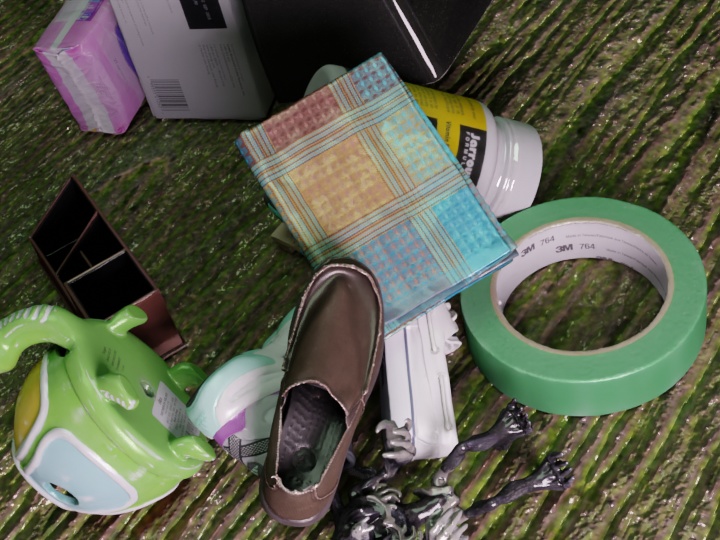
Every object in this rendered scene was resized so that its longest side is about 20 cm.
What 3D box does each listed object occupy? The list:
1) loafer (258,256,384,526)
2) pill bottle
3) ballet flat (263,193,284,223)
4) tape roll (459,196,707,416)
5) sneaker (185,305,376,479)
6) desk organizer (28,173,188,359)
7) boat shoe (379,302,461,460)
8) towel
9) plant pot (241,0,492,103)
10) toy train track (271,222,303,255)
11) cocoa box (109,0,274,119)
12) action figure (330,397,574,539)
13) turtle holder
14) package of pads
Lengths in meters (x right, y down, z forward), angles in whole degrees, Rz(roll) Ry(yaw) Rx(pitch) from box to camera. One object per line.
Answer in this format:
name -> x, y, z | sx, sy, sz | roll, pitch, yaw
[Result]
loafer -> -0.022, 0.082, 0.900 | 0.073, 0.071, 0.201 | 11, 73, -3
pill bottle -> 0.049, -0.103, 1.092 | 0.199, 0.115, 0.115 | 10, 43, -19
ballet flat -> -0.024, -0.110, 1.176 | 0.068, 0.068, 0.200 | 21, 43, 21
tape roll -> 0.183, 0.025, 1.036 | 0.199, 0.048, 0.201 | -7, 47, 8
sneaker -> -0.029, 0.104, 0.993 | 0.140, 0.078, 0.200 | 47, 52, 5
desk organizer -> -0.240, 0.003, 1.140 | 0.072, 0.077, 0.200 | -31, 48, -15
boat shoe -> 0.048, 0.054, 1.010 | 0.065, 0.074, 0.201 | 0, 75, -6
towel -> 0.012, -0.058, 0.985 | 0.146, 0.022, 0.200 | -32, 81, -10
plant pot -> -0.002, -0.292, 1.147 | 0.199, 0.178, 0.200 | 0, 46, 39
toy train track -> 0.000, 0.000, 1.119 | 0.200, 0.033, 0.115 | 24, 65, 37
cocoa box -> -0.162, -0.272, 1.287 | 0.133, 0.200, 0.132 | 2, 48, 17
action figure -> 0.046, 0.163, 0.907 | 0.199, 0.102, 0.119 | -26, 61, -13
turtle holder -> -0.210, 0.112, 0.967 | 0.132, 0.185, 0.141 | -37, 51, 15
package of pads -> -0.262, -0.254, 1.350 | 0.075, 0.121, 0.201 | 3, 49, 23
